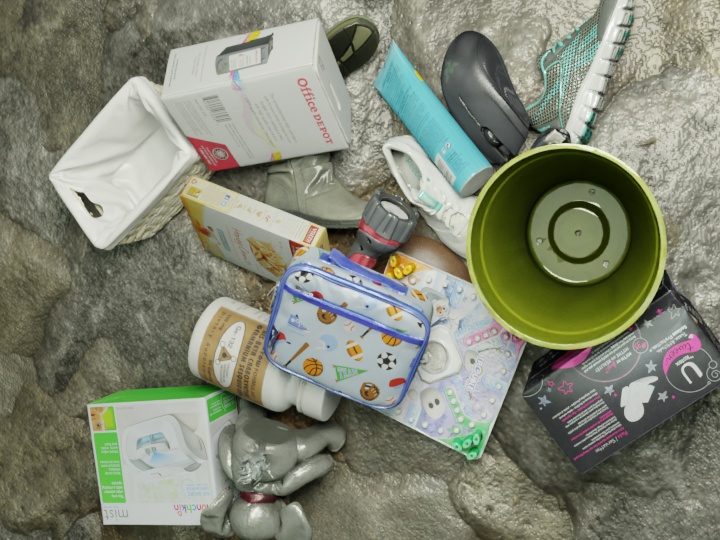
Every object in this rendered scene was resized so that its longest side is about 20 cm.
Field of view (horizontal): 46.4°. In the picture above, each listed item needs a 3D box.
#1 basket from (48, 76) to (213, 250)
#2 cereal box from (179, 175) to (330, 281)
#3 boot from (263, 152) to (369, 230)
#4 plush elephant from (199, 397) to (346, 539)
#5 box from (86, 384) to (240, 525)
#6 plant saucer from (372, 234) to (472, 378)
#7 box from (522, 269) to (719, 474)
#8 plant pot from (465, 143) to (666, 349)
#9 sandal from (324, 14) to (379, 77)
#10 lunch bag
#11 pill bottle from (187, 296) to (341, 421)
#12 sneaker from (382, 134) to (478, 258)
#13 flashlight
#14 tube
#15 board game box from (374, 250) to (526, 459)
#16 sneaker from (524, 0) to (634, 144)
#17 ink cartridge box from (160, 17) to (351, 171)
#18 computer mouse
[{"bbox_3d":[-0.297,-0.143,1.144,0.199,0.123,0.136,-41,82,19],"label":"basket"},{"bbox_3d":[-0.128,-0.038,1.090,0.197,0.145,0.040,23,65,17],"label":"cereal box"},{"bbox_3d":[-0.044,-0.120,1.086,0.195,0.068,0.134,3,93,20],"label":"boot"},{"bbox_3d":[-0.123,0.282,1.104,0.161,0.200,0.158,15,106,10],"label":"plush elephant"},{"bbox_3d":[-0.273,0.263,1.202,0.196,0.096,0.181,-5,93,20],"label":"box"},{"bbox_3d":[0.057,0.056,1.084,0.196,0.037,0.206,3,97,21],"label":"plant saucer"},{"bbox_3d":[0.299,0.113,0.950,0.199,0.132,0.116,-39,87,20],"label":"box"},{"bbox_3d":[0.233,-0.034,0.923,0.196,0.192,0.206,3,98,20],"label":"plant pot"},{"bbox_3d":[-0.061,-0.270,1.076,0.198,0.080,0.058,-23,53,25],"label":"sandal"},{"bbox_3d":[-0.018,0.064,0.997,0.196,0.076,0.163,22,120,0],"label":"lunch bag"},{"bbox_3d":[-0.119,0.121,1.116,0.196,0.114,0.117,20,103,16],"label":"pill bottle"},{"bbox_3d":[0.095,-0.082,1.024,0.200,0.088,0.075,46,108,9],"label":"sneaker"},{"bbox_3d":[0.000,0.000,1.032,0.068,0.067,0.202,40,119,19],"label":"flashlight"},{"bbox_3d":[0.082,-0.181,1.017,0.201,0.050,0.078,55,142,18],"label":"tube"},{"bbox_3d":[0.091,0.107,1.045,0.197,0.026,0.204,24,104,16],"label":"board game box"},{"bbox_3d":[0.246,-0.242,0.958,0.090,0.077,0.204,24,103,20],"label":"sneaker"},{"bbox_3d":[-0.122,-0.210,1.030,0.195,0.148,0.087,-8,56,14],"label":"ink cartridge box"},{"bbox_3d":[0.150,-0.187,0.986,0.203,0.052,0.138,61,146,10],"label":"computer mouse"}]
